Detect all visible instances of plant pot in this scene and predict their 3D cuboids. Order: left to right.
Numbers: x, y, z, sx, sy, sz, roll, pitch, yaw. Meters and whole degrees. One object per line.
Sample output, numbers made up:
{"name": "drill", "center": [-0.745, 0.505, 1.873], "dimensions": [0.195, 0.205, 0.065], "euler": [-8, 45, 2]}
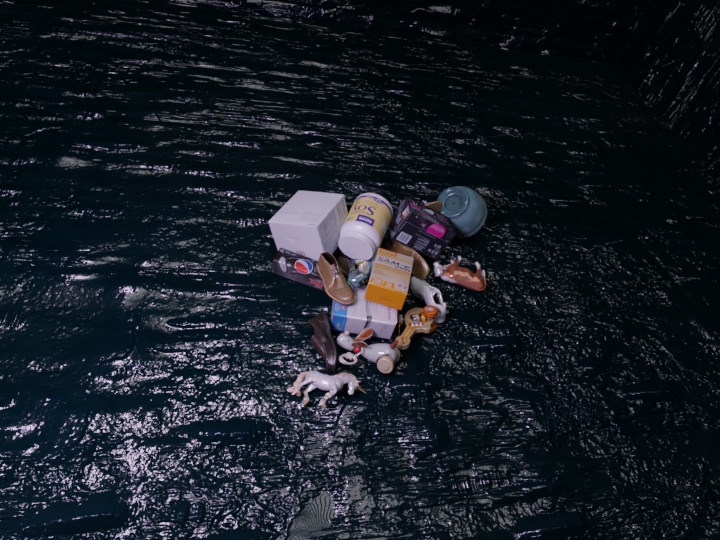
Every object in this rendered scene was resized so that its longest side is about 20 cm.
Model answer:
{"name": "plant pot", "center": [0.365, -0.235, 1.947], "dimensions": [0.200, 0.134, 0.201], "euler": [-8, 71, 24]}

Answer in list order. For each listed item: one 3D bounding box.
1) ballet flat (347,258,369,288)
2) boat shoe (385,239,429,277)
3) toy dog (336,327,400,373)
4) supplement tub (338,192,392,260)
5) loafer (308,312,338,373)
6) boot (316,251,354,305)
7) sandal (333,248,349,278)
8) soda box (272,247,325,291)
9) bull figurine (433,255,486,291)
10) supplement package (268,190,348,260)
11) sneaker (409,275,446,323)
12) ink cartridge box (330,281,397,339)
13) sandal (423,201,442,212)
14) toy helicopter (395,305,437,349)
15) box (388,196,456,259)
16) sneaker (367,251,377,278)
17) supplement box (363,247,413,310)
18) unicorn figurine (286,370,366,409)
{"name": "ballet flat", "center": [0.000, 0.000, 1.666], "dimensions": [0.074, 0.074, 0.200], "euler": [11, 22, -6]}
{"name": "boat shoe", "center": [0.179, -0.043, 1.828], "dimensions": [0.200, 0.074, 0.069], "euler": [44, 20, 32]}
{"name": "toy dog", "center": [0.034, 0.223, 1.530], "dimensions": [0.199, 0.097, 0.132], "euler": [15, 22, -11]}
{"name": "supplement tub", "center": [0.016, -0.148, 1.747], "dimensions": [0.145, 0.146, 0.200], "euler": [21, 56, 4]}
{"name": "loafer", "center": [-0.112, 0.220, 1.537], "dimensions": [0.071, 0.073, 0.200], "euler": [-12, 50, -7]}
{"name": "boot", "center": [-0.080, 0.023, 1.600], "dimensions": [0.073, 0.076, 0.200], "euler": [-19, 52, -25]}
{"name": "sandal", "center": [-0.087, -0.045, 1.780], "dimensions": [0.200, 0.054, 0.080], "euler": [33, 49, 15]}
{"name": "soda box", "center": [-0.188, -0.002, 1.703], "dimensions": [0.199, 0.071, 0.063], "euler": [19, 48, 2]}
{"name": "bull figurine", "center": [0.356, 0.009, 1.842], "dimensions": [0.199, 0.065, 0.122], "euler": [25, 51, 6]}
{"name": "supplement package", "center": [-0.166, -0.153, 1.753], "dimensions": [0.191, 0.147, 0.200], "euler": [9, 42, 26]}
{"name": "sneaker", "center": [0.235, 0.079, 1.739], "dimensions": [0.070, 0.080, 0.200], "euler": [-14, 50, -24]}
{"name": "ink cartridge box", "center": [0.010, 0.125, 1.634], "dimensions": [0.199, 0.084, 0.145], "euler": [10, 46, -5]}
{"name": "sandal", "center": [0.202, -0.207, 1.920], "dimensions": [0.078, 0.212, 0.070], "euler": [35, 23, -45]}
{"name": "toy helicopter", "center": [0.155, 0.178, 1.629], "dimensions": [0.132, 0.079, 0.200], "euler": [16, 37, 23]}
{"name": "box", "center": [0.215, -0.151, 1.839], "dimensions": [0.200, 0.132, 0.115], "euler": [23, 32, -22]}
{"name": "sneaker", "center": [0.021, -0.059, 1.808], "dimensions": [0.080, 0.077, 0.200], "euler": [-5, 49, -18]}
{"name": "supplement box", "center": [0.094, 0.023, 1.649], "dimensions": [0.126, 0.074, 0.200], "euler": [16, 37, 1]}
{"name": "unicorn figurine", "center": [-0.092, 0.324, 1.436], "dimensions": [0.199, 0.074, 0.137], "euler": [22, 36, 12]}
